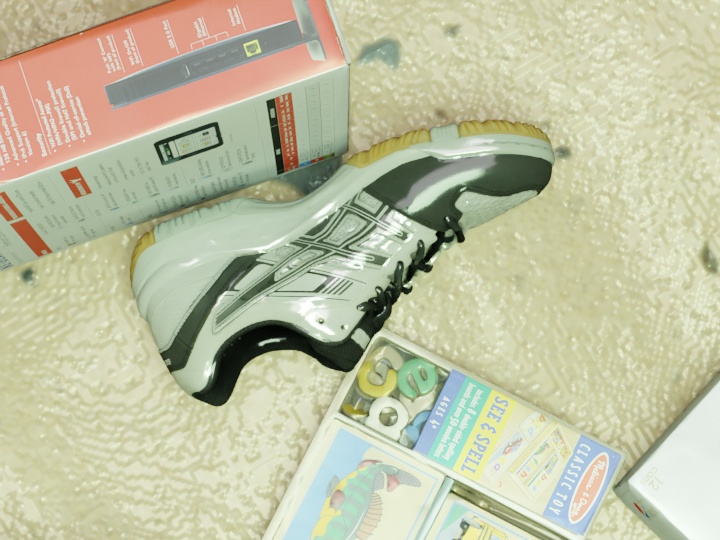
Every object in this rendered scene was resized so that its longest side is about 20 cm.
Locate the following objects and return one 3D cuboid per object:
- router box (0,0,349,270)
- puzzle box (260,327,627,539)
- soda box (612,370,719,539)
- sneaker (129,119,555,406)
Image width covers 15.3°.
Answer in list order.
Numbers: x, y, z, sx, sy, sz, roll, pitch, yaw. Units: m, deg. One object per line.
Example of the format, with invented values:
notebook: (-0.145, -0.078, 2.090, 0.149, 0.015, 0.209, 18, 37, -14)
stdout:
router box: (-0.096, -0.060, 1.137, 0.179, 0.200, 0.049, -19, 83, -4)
puzzle box: (0.019, 0.142, 1.206, 0.133, 0.025, 0.201, 27, 82, 2)
soda box: (0.206, 0.047, 1.203, 0.068, 0.064, 0.200, 43, 83, 5)
sneaker: (0.000, 0.000, 1.198, 0.199, 0.076, 0.088, -21, 70, 7)
